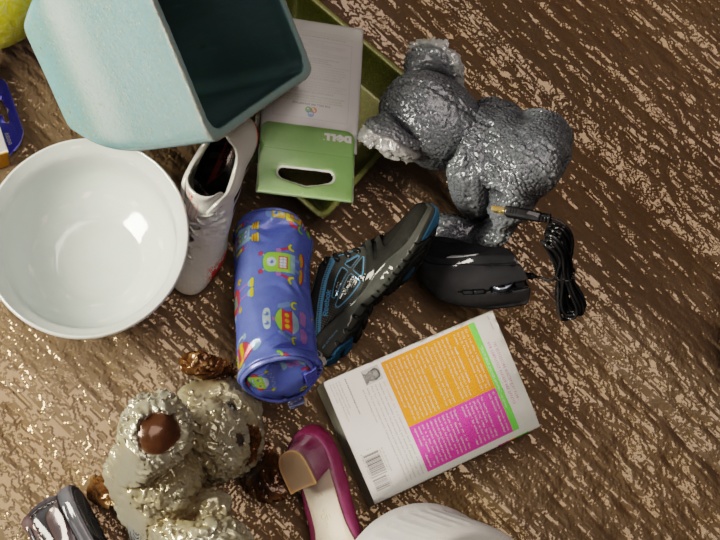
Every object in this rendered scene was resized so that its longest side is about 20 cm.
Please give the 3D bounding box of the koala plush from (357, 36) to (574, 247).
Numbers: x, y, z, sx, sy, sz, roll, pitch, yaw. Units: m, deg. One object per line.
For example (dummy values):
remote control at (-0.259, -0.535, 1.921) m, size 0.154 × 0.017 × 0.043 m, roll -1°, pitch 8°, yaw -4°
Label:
koala plush at (0.104, -0.139, 1.383) m, size 0.199 × 0.184 × 0.178 m, roll 37°, pitch 65°, yaw -8°

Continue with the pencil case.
pencil case at (-0.082, 0.033, 1.304) m, size 0.086 × 0.078 × 0.201 m, roll -1°, pitch 52°, yaw -7°

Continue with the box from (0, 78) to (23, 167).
box at (-0.446, -0.145, 1.335) m, size 0.198 × 0.042 × 0.120 m, roll -19°, pitch 77°, yaw -17°

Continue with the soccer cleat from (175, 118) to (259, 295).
soccer cleat at (-0.155, -0.064, 1.314) m, size 0.068 × 0.085 × 0.201 m, roll 25°, pitch 109°, yaw 6°

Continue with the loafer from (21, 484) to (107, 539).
loafer at (-0.251, 0.300, 1.223) m, size 0.063 × 0.072 × 0.201 m, roll -27°, pitch 73°, yaw -1°

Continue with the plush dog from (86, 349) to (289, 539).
plush dog at (-0.159, 0.175, 1.263) m, size 0.171 × 0.160 × 0.201 m, roll -37°, pitch 111°, yaw -36°

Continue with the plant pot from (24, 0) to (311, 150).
plant pot at (-0.202, -0.225, 1.274) m, size 0.196 × 0.199 × 0.197 m, roll -45°, pitch 117°, yaw -51°

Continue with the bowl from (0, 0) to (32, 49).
bowl at (-0.349, -0.302, 1.350) m, size 0.107 × 0.199 × 0.202 m, roll 24°, pitch 65°, yaw -31°

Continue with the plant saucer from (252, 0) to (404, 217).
plant saucer at (-0.059, -0.179, 1.441) m, size 0.199 × 0.048 × 0.200 m, roll 40°, pitch 67°, yaw 2°

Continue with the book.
book at (0.072, 0.142, 1.366) m, size 0.199 × 0.048 × 0.135 m, roll -21°, pitch 80°, yaw -19°

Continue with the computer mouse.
computer mouse at (0.128, -0.009, 1.345) m, size 0.198 × 0.141 × 0.046 m, roll 13°, pitch 47°, yaw 27°

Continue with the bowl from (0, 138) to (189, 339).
bowl at (-0.264, -0.020, 1.301) m, size 0.199 × 0.090 × 0.203 m, roll 1°, pitch 72°, yaw -3°

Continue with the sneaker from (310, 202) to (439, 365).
sneaker at (0.000, 0.000, 1.351) m, size 0.082 × 0.073 × 0.200 m, roll 42°, pitch 93°, yaw 14°

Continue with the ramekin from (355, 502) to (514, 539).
ramekin at (0.079, 0.324, 1.239) m, size 0.199 × 0.097 × 0.203 m, roll 2°, pitch 86°, yaw -29°

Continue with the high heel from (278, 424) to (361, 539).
high heel at (-0.022, 0.252, 1.308) m, size 0.067 × 0.096 × 0.201 m, roll -26°, pitch 93°, yaw 20°

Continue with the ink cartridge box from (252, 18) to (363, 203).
ink cartridge box at (-0.056, -0.158, 1.376) m, size 0.103 × 0.059 × 0.202 m, roll 7°, pitch 70°, yaw -11°
